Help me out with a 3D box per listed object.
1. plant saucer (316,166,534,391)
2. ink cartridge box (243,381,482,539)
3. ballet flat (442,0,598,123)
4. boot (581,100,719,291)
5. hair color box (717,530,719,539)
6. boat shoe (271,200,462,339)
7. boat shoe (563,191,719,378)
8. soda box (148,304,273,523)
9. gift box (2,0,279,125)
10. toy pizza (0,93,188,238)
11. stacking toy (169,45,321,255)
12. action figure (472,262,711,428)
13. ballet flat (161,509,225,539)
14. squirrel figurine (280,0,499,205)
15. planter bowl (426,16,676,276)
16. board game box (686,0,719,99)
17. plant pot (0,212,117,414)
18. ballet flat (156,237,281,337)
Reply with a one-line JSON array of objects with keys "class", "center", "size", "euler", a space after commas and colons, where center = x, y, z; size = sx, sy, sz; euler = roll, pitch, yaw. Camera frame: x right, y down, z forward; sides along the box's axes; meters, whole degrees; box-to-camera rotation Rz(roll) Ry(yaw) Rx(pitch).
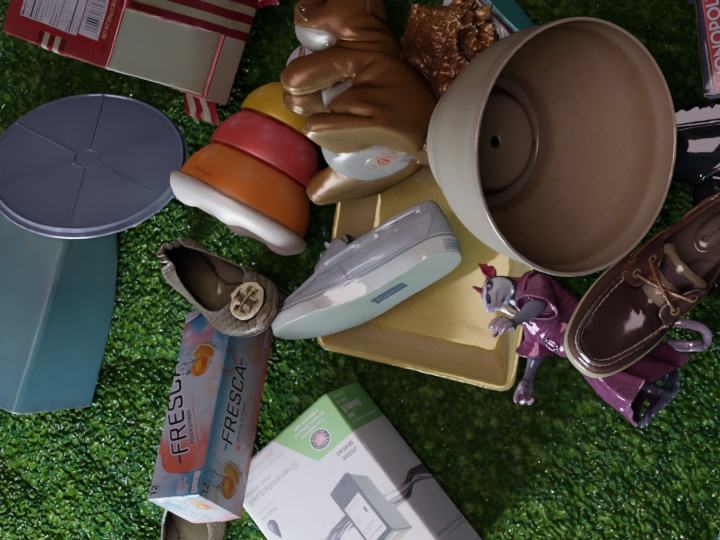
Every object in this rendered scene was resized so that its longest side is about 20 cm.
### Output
[{"class": "plant saucer", "center": [0.070, -0.006, 1.257], "size": [0.200, 0.048, 0.200], "euler": [12, 97, 21]}, {"class": "ink cartridge box", "center": [-0.006, 0.231, 1.285], "size": [0.145, 0.084, 0.200], "euler": [-43, 78, 19]}, {"class": "ballet flat", "center": [0.146, -0.188, 1.212], "size": [0.069, 0.069, 0.200], "euler": [-47, 73, 18]}, {"class": "boot", "center": [0.294, -0.061, 1.153], "size": [0.198, 0.073, 0.163], "euler": [-9, 95, 23]}, {"class": "hair color box", "center": [0.359, 0.144, 1.122], "size": [0.060, 0.100, 0.200], "euler": [19, 101, 19]}, {"class": "boat shoe", "center": [0.000, 0.000, 1.232], "size": [0.201, 0.070, 0.072], "euler": [-28, 63, 24]}, {"class": "boat shoe", "center": [0.242, 0.004, 1.063], "size": [0.200, 0.072, 0.072], "euler": [-39, 78, -9]}, {"class": "soda box", "center": [-0.141, 0.136, 1.288], "size": [0.063, 0.068, 0.200], "euler": [-12, 56, 31]}, {"class": "gift box", "center": [-0.194, -0.253, 1.270], "size": [0.200, 0.187, 0.185], "euler": [29, 102, 34]}, {"class": "toy pizza", "center": [-0.270, -0.101, 1.338], "size": [0.200, 0.200, 0.032], "euler": [24, 143, 19]}, {"class": "stacking toy", "center": [-0.077, -0.128, 1.282], "size": [0.146, 0.146, 0.200], "euler": [28, 87, 18]}, {"class": "action figure", "center": [0.184, 0.045, 1.145], "size": [0.200, 0.134, 0.149], "euler": [38, 75, 16]}, {"class": "ballet flat", "center": [-0.181, 0.291, 1.373], "size": [0.067, 0.046, 0.200], "euler": [13, 98, 20]}, {"class": "squirrel figurine", "center": [0.026, -0.181, 1.203], "size": [0.200, 0.142, 0.187], "euler": [-9, 66, 4]}, {"class": "planter bowl", "center": [0.138, -0.102, 1.097], "size": [0.135, 0.200, 0.201], "euler": [12, 101, 59]}, {"class": "board game box", "center": [0.331, -0.243, 1.116], "size": [0.200, 0.062, 0.200], "euler": [-6, 83, 25]}, {"class": "plant pot", "center": [-0.337, 0.026, 1.380], "size": [0.141, 0.141, 0.200], "euler": [22, 96, 19]}, {"class": "ballet flat", "center": [-0.143, 0.009, 1.295], "size": [0.067, 0.046, 0.200], "euler": [-49, 39, -8]}]
